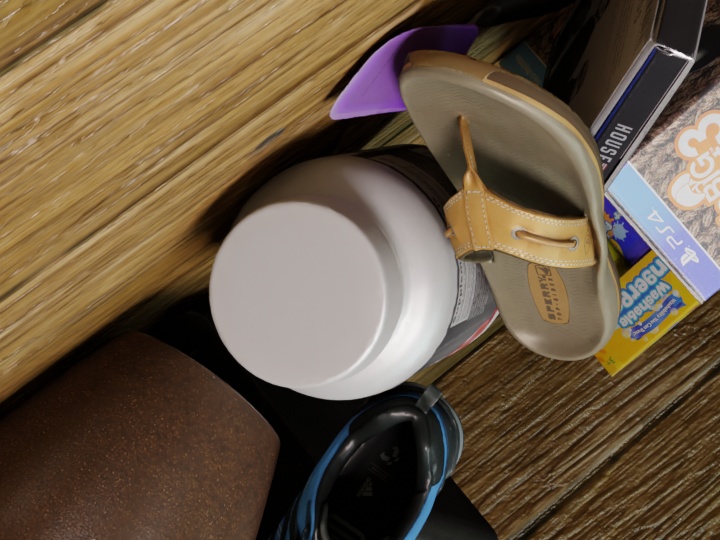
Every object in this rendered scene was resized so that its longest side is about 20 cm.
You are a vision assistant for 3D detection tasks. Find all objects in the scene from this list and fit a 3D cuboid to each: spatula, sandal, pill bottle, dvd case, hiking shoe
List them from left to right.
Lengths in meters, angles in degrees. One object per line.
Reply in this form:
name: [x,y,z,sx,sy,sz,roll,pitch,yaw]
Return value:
hiking shoe: [-0.021,0.139,1.094,0.201,0.074,0.087,-64,173,-3]
pill bottle: [0.000,0.000,1.099,0.111,0.111,0.200,-42,173,16]
spatula: [0.055,-0.109,1.069,0.200,0.021,0.057,-34,166,-52]
sandal: [0.067,-0.017,1.034,0.054,0.080,0.200,-63,148,-33]
dvd case: [0.117,-0.101,1.075,0.200,0.025,0.151,121,-12,-57]

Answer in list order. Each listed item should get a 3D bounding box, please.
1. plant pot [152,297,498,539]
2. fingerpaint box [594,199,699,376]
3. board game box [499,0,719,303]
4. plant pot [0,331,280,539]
plant pot: [-0.076,0.126,1.244,0.200,0.200,0.177,-40,162,4]
fingerpaint box: [0.214,-0.045,1.801,0.200,0.167,0.073,-44,173,38]
board game box: [0.195,-0.111,1.211,0.200,0.097,0.160,-41,-149,6]
plant pot: [-0.129,0.135,1.084,0.200,0.187,0.187,-54,178,-17]
